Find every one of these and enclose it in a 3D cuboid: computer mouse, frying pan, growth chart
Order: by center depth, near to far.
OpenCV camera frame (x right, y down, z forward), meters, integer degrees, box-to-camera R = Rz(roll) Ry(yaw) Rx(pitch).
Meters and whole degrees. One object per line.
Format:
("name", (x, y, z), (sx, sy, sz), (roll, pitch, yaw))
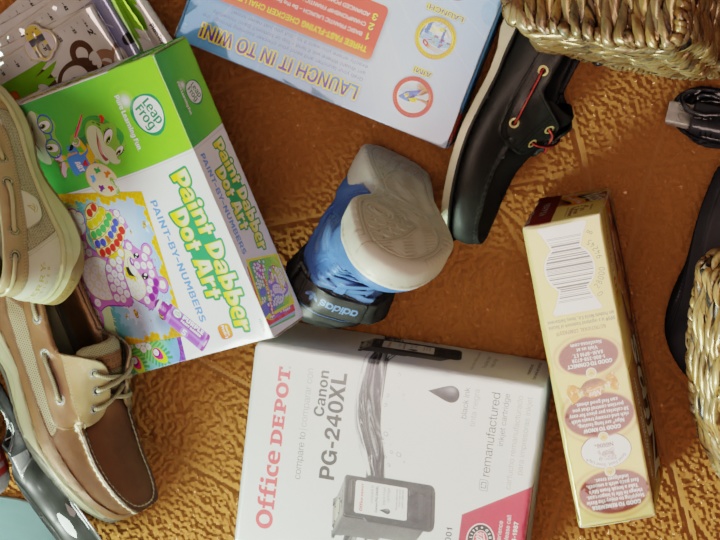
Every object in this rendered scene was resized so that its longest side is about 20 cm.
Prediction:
("computer mouse", (0.252, -0.013, 1.723), (0.138, 0.053, 0.201), (12, 101, 6))
("frying pan", (-0.212, 0.144, 1.765), (0.031, 0.190, 0.115), (-37, 54, -11))
("growth chart", (-0.202, -0.127, 1.771), (0.200, 0.018, 0.145), (-39, 89, 30))

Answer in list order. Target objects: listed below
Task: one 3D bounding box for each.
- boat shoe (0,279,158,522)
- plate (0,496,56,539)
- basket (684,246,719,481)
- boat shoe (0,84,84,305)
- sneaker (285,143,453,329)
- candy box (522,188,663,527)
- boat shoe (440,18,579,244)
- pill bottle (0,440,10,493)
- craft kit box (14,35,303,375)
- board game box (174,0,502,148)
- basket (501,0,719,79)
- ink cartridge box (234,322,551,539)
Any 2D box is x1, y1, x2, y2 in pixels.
("boat shoe", (-0.189, 0.069, 1.728), (0.074, 0.076, 0.201), (-27, 95, 32))
("plate", (-0.259, 0.260, 1.865), (0.199, 0.026, 0.202), (1, 99, 8))
("basket", (0.295, 0.080, 1.645), (0.142, 0.149, 0.201), (-19, 111, -16))
("boat shoe", (-0.248, -0.061, 1.694), (0.073, 0.063, 0.201), (-47, 59, 29))
("sneaker", (0.001, 0.000, 1.693), (0.076, 0.200, 0.112), (23, 109, -12))
("candy box", (0.154, 0.055, 1.717), (0.055, 0.115, 0.201), (-9, 98, 11))
("boat shoe", (0.107, -0.106, 1.718), (0.063, 0.074, 0.202), (24, 98, 12))
("pill bottle", (-0.320, 0.070, 1.795), (0.115, 0.116, 0.201), (-15, 98, 11))
("craft kit box", (-0.157, -0.032, 1.735), (0.197, 0.048, 0.201), (-17, 101, 34))
("board game box", (0.005, -0.209, 1.726), (0.199, 0.056, 0.197), (23, 103, 5))
("basket", (0.165, -0.229, 1.643), (0.142, 0.149, 0.201), (9, 90, 20))
("ink cartridge box", (0.021, 0.123, 1.767), (0.199, 0.083, 0.146), (8, 101, 7))
